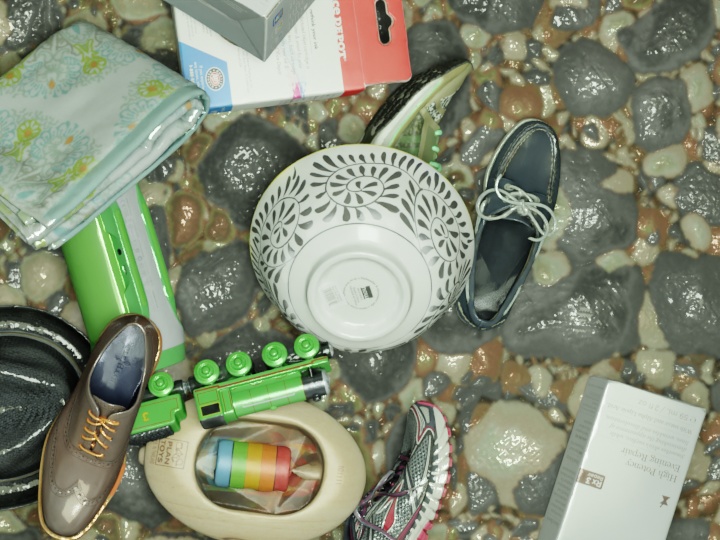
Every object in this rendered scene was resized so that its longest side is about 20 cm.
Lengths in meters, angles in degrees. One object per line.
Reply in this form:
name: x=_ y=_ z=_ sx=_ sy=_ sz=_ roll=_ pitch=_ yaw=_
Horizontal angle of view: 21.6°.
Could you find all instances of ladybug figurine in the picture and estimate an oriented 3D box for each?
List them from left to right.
ladybug figurine: x=-0.096 y=0.174 z=1.663 sx=0.200 sy=0.072 sz=0.136 roll=11 pitch=81 yaw=-3

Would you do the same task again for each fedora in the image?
fedora: x=-0.315 y=0.122 z=1.628 sx=0.200 sy=0.092 sz=0.201 roll=0 pitch=91 yaw=-7

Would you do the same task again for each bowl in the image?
bowl: x=0.000 y=0.000 z=1.624 sx=0.201 sy=0.094 sz=0.201 roll=1 pitch=118 yaw=1

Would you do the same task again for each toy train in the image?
toy train: x=-0.117 y=0.104 z=1.619 sx=0.200 sy=0.042 sz=0.056 roll=-14 pitch=68 yaw=1

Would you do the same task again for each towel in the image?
towel: x=-0.251 y=-0.120 z=1.589 sx=0.171 sy=0.048 sz=0.200 roll=34 pitch=65 yaw=31

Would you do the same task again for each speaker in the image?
speaker: x=-0.215 y=-0.008 z=1.643 sx=0.088 sy=0.088 sz=0.200 roll=-16 pitch=93 yaw=-7

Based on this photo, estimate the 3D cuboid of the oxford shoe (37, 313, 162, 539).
oxford shoe: x=-0.222 y=0.129 z=1.562 sx=0.071 sy=0.073 sz=0.200 roll=18 pitch=86 yaw=-4

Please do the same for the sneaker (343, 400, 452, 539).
sneaker: x=0.029 y=0.211 z=1.674 sx=0.075 sy=0.081 sz=0.200 roll=19 pitch=82 yaw=-8

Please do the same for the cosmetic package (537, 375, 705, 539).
cosmetic package: x=0.231 y=0.204 z=1.711 sx=0.102 sy=0.074 sz=0.200 roll=17 pitch=88 yaw=-7

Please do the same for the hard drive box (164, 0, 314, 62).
hard drive box: x=-0.087 y=-0.303 z=1.611 sx=0.156 sy=0.077 sz=0.200 roll=33 pitch=69 yaw=11

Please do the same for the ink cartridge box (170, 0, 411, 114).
ink cartridge box: x=-0.063 y=-0.207 z=1.668 sx=0.200 sy=0.067 sz=0.116 roll=-7 pitch=91 yaw=-7

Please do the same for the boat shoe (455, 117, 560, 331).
boat shoe: x=0.135 y=-0.042 z=1.699 sx=0.075 sy=0.062 sz=0.200 roll=23 pitch=87 yaw=-5

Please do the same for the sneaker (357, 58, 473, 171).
sneaker: x=0.044 y=-0.101 z=1.689 sx=0.089 sy=0.077 sz=0.200 roll=38 pitch=93 yaw=-16
